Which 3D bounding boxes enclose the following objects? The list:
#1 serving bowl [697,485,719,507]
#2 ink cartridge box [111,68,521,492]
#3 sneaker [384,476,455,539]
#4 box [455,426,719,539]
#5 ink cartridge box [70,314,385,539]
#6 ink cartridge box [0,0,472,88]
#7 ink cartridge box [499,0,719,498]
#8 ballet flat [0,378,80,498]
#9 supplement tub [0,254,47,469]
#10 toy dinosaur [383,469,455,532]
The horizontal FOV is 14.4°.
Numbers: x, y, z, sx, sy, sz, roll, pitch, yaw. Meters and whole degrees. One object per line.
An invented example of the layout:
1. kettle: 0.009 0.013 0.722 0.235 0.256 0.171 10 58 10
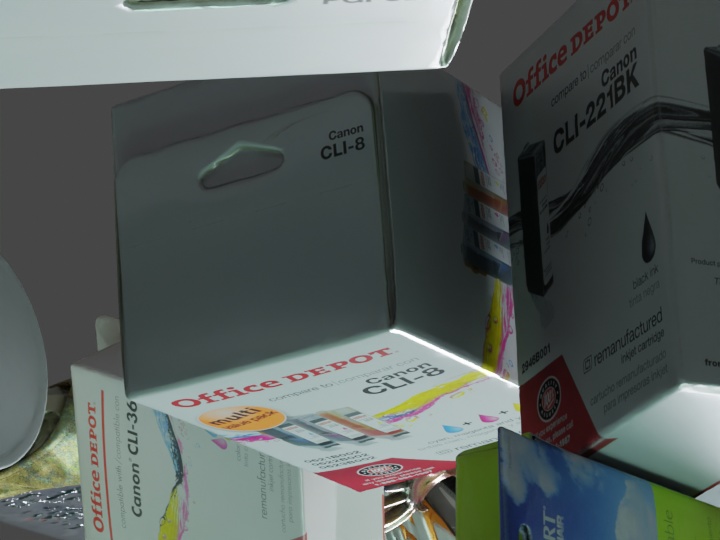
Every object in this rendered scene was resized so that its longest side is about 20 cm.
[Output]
1. serving bowl: 0.160 0.064 1.578 0.200 0.066 0.200 -9 137 -9
2. ink cartridge box: 0.000 0.000 1.302 0.145 0.145 0.200 -16 156 28
3. sneaker: 0.034 0.110 1.608 0.077 0.200 0.078 -21 122 -13
4. box: 0.103 0.145 1.179 0.048 0.122 0.200 -16 154 37
5. ink cartridge box: -0.083 0.104 1.483 0.200 0.117 0.067 16 -152 38
6. ink cartridge box: -0.050 -0.156 0.790 0.146 0.201 0.083 -2 160 -5
7. ink cartridge box: 0.129 -0.019 1.205 0.084 0.201 0.144 8 157 -21
8. ballet flat: -0.223 0.104 1.660 0.200 0.071 0.071 -16 157 29
9. supplement tub: -0.268 0.060 1.400 0.200 0.145 0.144 -16 157 27
10. toy dinosaur: -0.016 0.092 1.526 0.086 0.136 0.200 -23 176 -43
